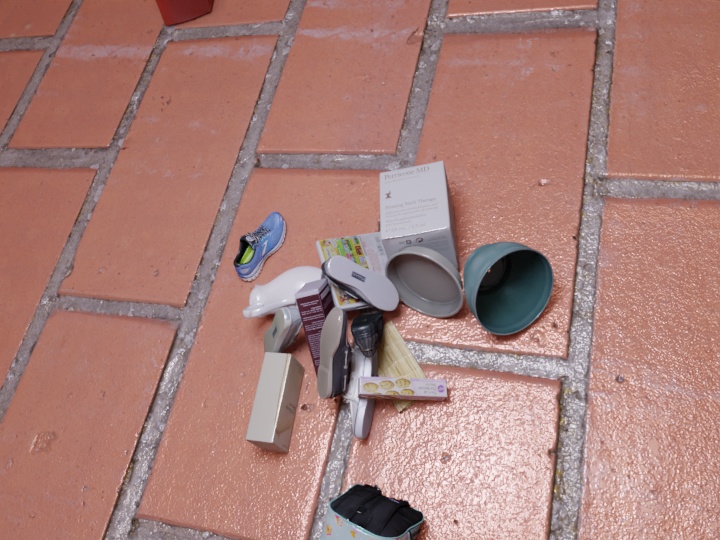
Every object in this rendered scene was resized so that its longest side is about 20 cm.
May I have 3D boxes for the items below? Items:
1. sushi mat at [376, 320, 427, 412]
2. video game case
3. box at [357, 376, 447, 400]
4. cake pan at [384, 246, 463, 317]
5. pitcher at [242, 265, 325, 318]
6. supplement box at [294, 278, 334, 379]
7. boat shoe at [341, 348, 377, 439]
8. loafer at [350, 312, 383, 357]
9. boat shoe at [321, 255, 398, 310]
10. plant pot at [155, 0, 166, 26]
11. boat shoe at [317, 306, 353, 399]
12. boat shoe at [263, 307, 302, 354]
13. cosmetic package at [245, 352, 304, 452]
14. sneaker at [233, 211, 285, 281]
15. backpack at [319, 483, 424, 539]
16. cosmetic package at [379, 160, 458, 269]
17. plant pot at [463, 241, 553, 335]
[{"bbox_3d":[0.081,0.218,1.480,0.095,0.012,0.202,-33,58,1],"label":"sushi mat"},{"bbox_3d":[0.000,0.000,1.569,0.177,0.023,0.203,-8,58,-19],"label":"video game case"},{"bbox_3d":[0.090,0.257,1.396,0.194,0.039,0.043,4,66,-7],"label":"box"},{"bbox_3d":[0.149,0.023,1.460,0.196,0.203,0.037,18,51,25],"label":"cake pan"},{"bbox_3d":[-0.179,0.067,1.557,0.195,0.124,0.172,-12,16,13],"label":"pitcher"},{"bbox_3d":[-0.087,0.132,1.464,0.059,0.109,0.205,-13,99,11],"label":"supplement box"},{"bbox_3d":[-0.014,0.273,1.443,0.084,0.075,0.207,-2,68,18],"label":"boat shoe"},{"bbox_3d":[0.018,0.142,1.453,0.071,0.200,0.074,-12,95,13],"label":"loafer"},{"bbox_3d":[-0.003,0.032,1.480,0.197,0.067,0.073,27,73,-19],"label":"boat shoe"},{"bbox_3d":[-0.607,-0.999,2.233,0.171,0.201,0.205,2,63,4],"label":"plant pot"},{"bbox_3d":[-0.049,0.178,1.392,0.072,0.061,0.206,23,107,56],"label":"boat shoe"},{"bbox_3d":[-0.178,0.153,1.519,0.070,0.202,0.071,-2,57,-27],"label":"boat shoe"},{"bbox_3d":[-0.193,0.302,1.472,0.071,0.104,0.205,1,65,17],"label":"cosmetic package"},{"bbox_3d":[-0.268,-0.073,1.696,0.077,0.090,0.203,21,71,24],"label":"sneaker"},{"bbox_3d":[0.012,0.514,1.241,0.173,0.200,0.157,21,87,23],"label":"backpack"},{"bbox_3d":[0.140,-0.119,1.536,0.163,0.168,0.204,-9,54,12],"label":"cosmetic package"},{"bbox_3d":[0.308,0.021,1.424,0.198,0.202,0.134,-35,31,-3],"label":"plant pot"}]
